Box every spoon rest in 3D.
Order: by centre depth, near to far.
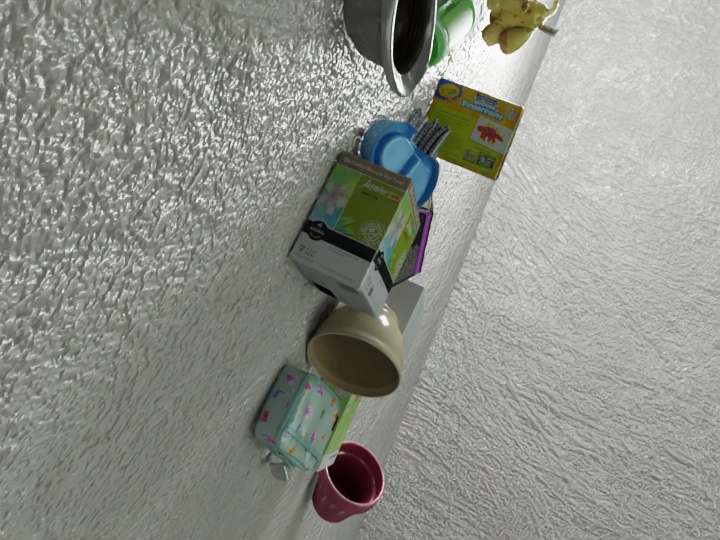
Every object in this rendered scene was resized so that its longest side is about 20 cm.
[{"bbox_3d":[-0.142,0.376,1.313,0.200,0.059,0.102,-38,118,-67],"label":"spoon rest"}]

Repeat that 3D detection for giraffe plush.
[{"bbox_3d":[0.364,-0.635,1.471,0.161,0.198,0.175,33,83,-46],"label":"giraffe plush"}]

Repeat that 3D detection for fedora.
[{"bbox_3d":[0.036,-0.343,0.820,0.179,0.089,0.202,-60,157,-31],"label":"fedora"}]

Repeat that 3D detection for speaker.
[{"bbox_3d":[0.140,-0.426,1.079,0.201,0.087,0.090,-52,160,-44],"label":"speaker"}]

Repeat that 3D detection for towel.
[{"bbox_3d":[0.111,-0.209,1.294,0.202,0.084,0.167,-58,163,-32],"label":"towel"}]

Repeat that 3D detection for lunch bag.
[{"bbox_3d":[-0.114,0.288,1.172,0.163,0.076,0.201,-66,151,-24],"label":"lunch bag"}]

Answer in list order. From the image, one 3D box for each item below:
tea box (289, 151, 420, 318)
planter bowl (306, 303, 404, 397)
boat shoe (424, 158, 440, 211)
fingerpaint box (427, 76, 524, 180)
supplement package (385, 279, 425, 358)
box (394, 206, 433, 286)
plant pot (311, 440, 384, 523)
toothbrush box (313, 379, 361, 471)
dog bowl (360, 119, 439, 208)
[{"bbox_3d":[0.000,-0.054,1.038,0.200,0.131,0.200,-65,165,-11],"label":"tea box"},{"bbox_3d":[0.004,0.142,1.253,0.202,0.196,0.136,96,14,-49],"label":"planter bowl"},{"bbox_3d":[0.145,-0.179,1.490,0.062,0.070,0.203,-37,146,-50],"label":"boat shoe"},{"bbox_3d":[0.247,-0.318,1.390,0.073,0.197,0.170,-24,136,-69],"label":"fingerpaint box"},{"bbox_3d":[0.052,0.132,1.467,0.194,0.145,0.201,-61,164,-20],"label":"supplement package"},{"bbox_3d":[0.073,-0.038,1.253,0.199,0.036,0.146,-26,133,-49],"label":"box"},{"bbox_3d":[-0.052,0.636,1.804,0.180,0.199,0.200,-56,173,35],"label":"plant pot"},{"bbox_3d":[-0.076,0.361,1.475,0.204,0.085,0.146,-67,166,-4],"label":"toothbrush box"},{"bbox_3d":[0.068,-0.190,1.105,0.112,0.049,0.200,-49,141,-2],"label":"dog bowl"}]
